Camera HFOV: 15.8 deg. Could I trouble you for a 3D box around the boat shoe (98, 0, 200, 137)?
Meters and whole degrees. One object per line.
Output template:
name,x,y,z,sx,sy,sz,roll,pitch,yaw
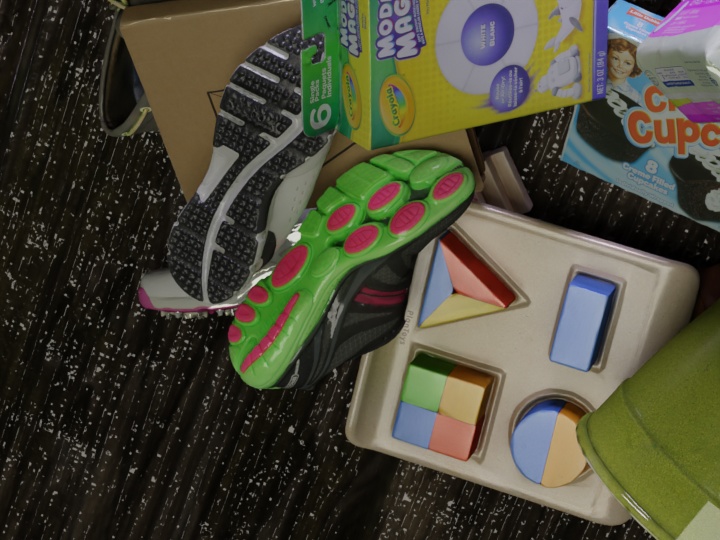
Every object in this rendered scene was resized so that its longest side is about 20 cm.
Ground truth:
boat shoe,-0.129,-0.158,1.669,0.072,0.060,0.202,55,151,27

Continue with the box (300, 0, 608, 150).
box,0.056,-0.144,1.552,0.200,0.048,0.117,-14,117,-25

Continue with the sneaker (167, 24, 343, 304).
sneaker,-0.056,-0.075,1.619,0.074,0.080,0.200,36,116,9

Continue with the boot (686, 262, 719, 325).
boot,0.215,0.083,1.703,0.200,0.068,0.188,-6,111,15

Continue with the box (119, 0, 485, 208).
box,-0.035,-0.109,1.637,0.200,0.021,0.164,-5,129,18

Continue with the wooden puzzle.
wooden puzzle,0.101,0.060,1.679,0.200,0.046,0.185,16,108,8

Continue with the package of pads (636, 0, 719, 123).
package of pads,0.261,-0.171,1.508,0.200,0.155,0.068,-45,99,-4

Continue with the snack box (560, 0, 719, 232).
snack box,0.231,-0.080,1.625,0.200,0.037,0.116,25,135,13

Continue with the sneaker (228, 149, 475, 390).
sneaker,0.000,0.000,1.652,0.200,0.084,0.077,-44,51,18

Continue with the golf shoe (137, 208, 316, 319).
golf shoe,-0.060,-0.018,1.756,0.200,0.075,0.092,-10,93,18

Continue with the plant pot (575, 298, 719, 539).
plant pot,0.267,0.081,1.568,0.200,0.200,0.193,37,106,-1

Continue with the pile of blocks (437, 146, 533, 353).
pile of blocks,0.078,0.020,1.728,0.082,0.062,0.200,5,114,14
